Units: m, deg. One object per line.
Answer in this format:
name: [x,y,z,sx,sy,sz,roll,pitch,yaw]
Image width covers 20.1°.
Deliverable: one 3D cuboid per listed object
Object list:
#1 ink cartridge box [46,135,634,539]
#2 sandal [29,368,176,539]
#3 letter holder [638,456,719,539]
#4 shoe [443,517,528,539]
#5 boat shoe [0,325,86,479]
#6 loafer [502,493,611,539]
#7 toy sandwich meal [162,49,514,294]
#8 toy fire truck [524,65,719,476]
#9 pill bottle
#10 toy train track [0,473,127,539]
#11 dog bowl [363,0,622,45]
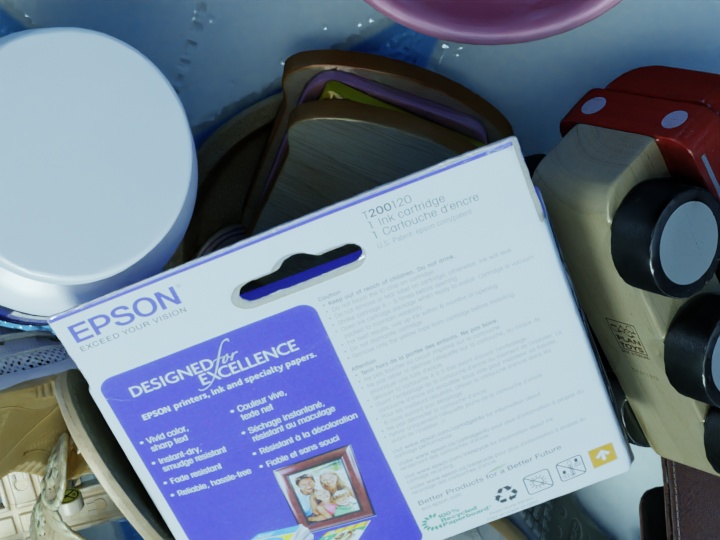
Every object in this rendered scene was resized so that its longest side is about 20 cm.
ink cartridge box: [-0.003,0.041,0.840,0.197,0.044,0.201,-20,131,4]
sandal: [-0.113,0.115,0.914,0.069,0.078,0.212,-27,153,6]
letter holder: [0.234,0.142,0.993,0.198,0.143,0.101,4,151,-6]
shoe: [0.008,0.121,0.954,0.200,0.053,0.070,38,136,-4]
boat shoe: [-0.159,0.053,0.917,0.069,0.200,0.071,34,107,23]
loafer: [0.090,0.159,1.028,0.069,0.075,0.201,-18,115,31]
toy sandwich meal: [0.000,0.000,0.938,0.204,0.070,0.206,1,119,3]
toy fire truck: [0.187,-0.025,0.897,0.200,0.128,0.177,-45,125,-23]
pill bottle: [-0.128,-0.037,0.840,0.115,0.200,0.117,1,86,-13]
toy train track: [-0.121,0.118,1.006,0.199,0.033,0.115,-14,116,-5]
dog bowl: [0.055,-0.182,0.835,0.199,0.074,0.201,1,118,3]
